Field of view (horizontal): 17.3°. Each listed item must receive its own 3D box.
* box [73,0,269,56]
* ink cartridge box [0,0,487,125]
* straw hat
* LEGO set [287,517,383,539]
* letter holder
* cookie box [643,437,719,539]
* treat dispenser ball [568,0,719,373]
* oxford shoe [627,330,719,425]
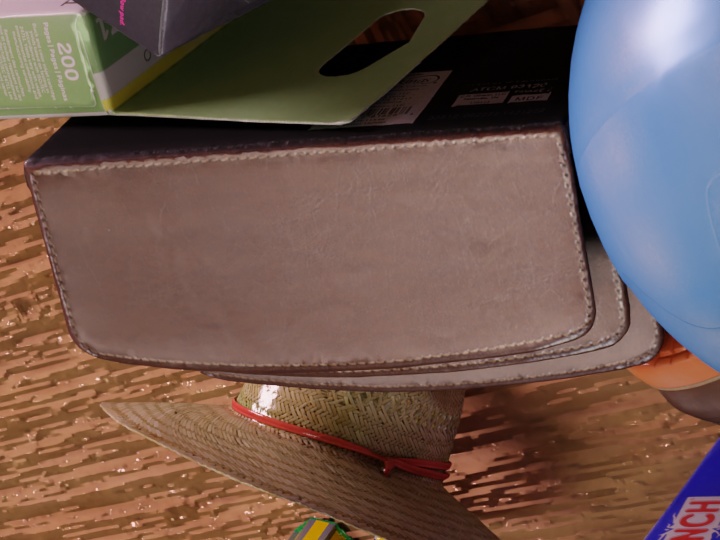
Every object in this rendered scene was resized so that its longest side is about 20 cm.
[{"bbox_3d":[-0.052,-0.198,0.802,0.114,0.132,0.201,35,135,25],"label":"box"},{"bbox_3d":[-0.061,-0.103,0.884,0.199,0.146,0.048,1,118,31],"label":"ink cartridge box"},{"bbox_3d":[-0.003,0.055,1.007,0.200,0.201,0.086,21,90,17],"label":"straw hat"},{"bbox_3d":[0.005,0.225,1.115,0.153,0.116,0.201,17,131,21],"label":"LEGO set"},{"bbox_3d":[0.000,0.000,0.865,0.198,0.101,0.143,-3,114,20],"label":"letter holder"},{"bbox_3d":[0.201,0.138,0.887,0.199,0.171,0.076,2,117,32],"label":"cookie box"},{"bbox_3d":[0.165,-0.053,0.741,0.200,0.201,0.202,17,131,21],"label":"treat dispenser ball"},{"bbox_3d":[0.194,0.017,0.884,0.199,0.072,0.073,-13,135,43],"label":"oxford shoe"}]
